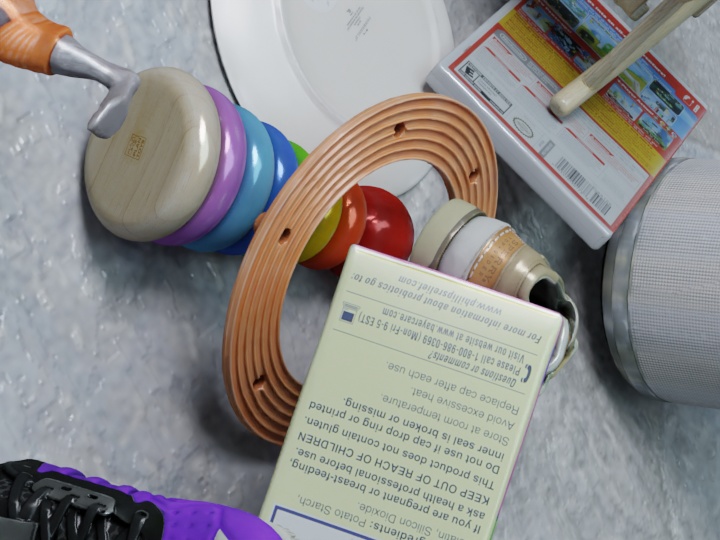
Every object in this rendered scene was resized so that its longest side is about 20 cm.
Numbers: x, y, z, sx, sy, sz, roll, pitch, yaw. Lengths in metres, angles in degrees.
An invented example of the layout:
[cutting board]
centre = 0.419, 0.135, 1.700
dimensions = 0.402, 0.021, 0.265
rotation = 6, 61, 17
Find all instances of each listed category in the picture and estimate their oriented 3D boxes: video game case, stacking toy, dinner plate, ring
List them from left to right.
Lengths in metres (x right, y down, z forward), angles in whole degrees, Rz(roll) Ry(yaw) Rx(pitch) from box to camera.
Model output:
[stacking toy]
centre = -0.043, -0.038, 0.899
dimensions = 0.199, 0.085, 0.086
rotation = 17, 68, -48
[dinner plate]
centre = -0.005, -0.139, 1.000
dimensions = 0.200, 0.024, 0.201
rotation = 15, 68, -43
[ring]
centre = 0.000, 0.000, 0.899
dimensions = 0.200, 0.019, 0.201
rotation = -34, 140, -34
[video game case]
centre = 0.134, -0.109, 1.086
dimensions = 0.143, 0.017, 0.200
rotation = 45, 39, 0

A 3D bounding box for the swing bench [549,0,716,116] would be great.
[swing bench]
centre = 0.144, -0.237, 1.065
dimensions = 0.199, 0.130, 0.200
rotation = 50, 47, 3

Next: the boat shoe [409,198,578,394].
[boat shoe]
centre = 0.080, 0.038, 0.954
dimensions = 0.075, 0.068, 0.200
rotation = -54, 153, -13

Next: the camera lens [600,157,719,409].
[camera lens]
centre = 0.263, 0.012, 1.099
dimensions = 0.160, 0.199, 0.161
rotation = -10, 102, -52

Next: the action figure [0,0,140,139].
[action figure]
centre = -0.166, -0.119, 0.728
dimensions = 0.105, 0.193, 0.201
rotation = -46, 144, -36

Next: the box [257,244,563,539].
[box]
centre = 0.012, 0.106, 0.793
dimensions = 0.096, 0.176, 0.201
rotation = 19, 84, 4

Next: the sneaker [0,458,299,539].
[sneaker]
centre = -0.110, 0.116, 0.702
dimensions = 0.099, 0.200, 0.070
rotation = 24, 77, -37
